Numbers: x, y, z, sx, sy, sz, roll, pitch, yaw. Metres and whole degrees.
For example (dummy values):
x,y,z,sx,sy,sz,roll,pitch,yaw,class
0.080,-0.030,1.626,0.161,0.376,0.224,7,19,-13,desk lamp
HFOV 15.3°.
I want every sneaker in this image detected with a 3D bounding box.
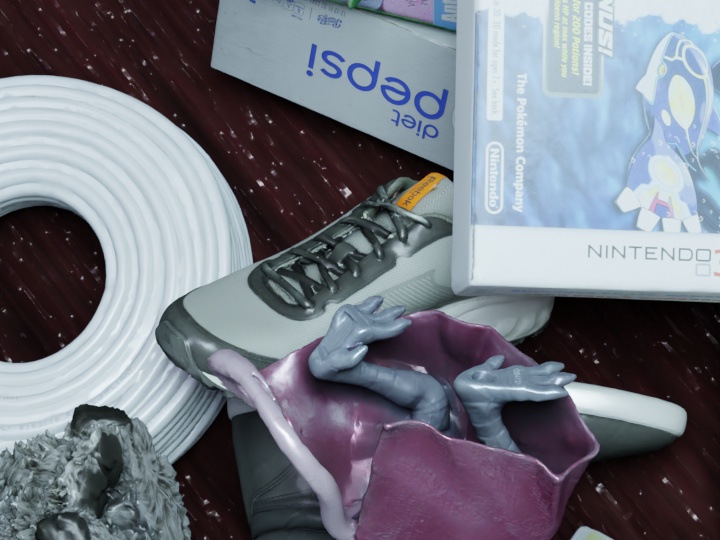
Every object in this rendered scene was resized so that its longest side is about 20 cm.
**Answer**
x,y,z,sx,sy,sz,roll,pitch,yaw,class
0.041,0.099,1.150,0.199,0.071,0.100,-2,78,8,sneaker
0.000,0.000,1.133,0.199,0.080,0.074,-17,41,-32,sneaker

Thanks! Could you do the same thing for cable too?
x,y,z,sx,sy,sz,roll,pitch,yaw,class
-0.148,0.007,1.192,0.199,0.069,0.201,22,77,12,cable

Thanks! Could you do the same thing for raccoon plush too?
x,y,z,sx,sy,sz,roll,pitch,yaw,class
-0.136,0.146,1.114,0.133,0.097,0.201,-16,110,22,raccoon plush

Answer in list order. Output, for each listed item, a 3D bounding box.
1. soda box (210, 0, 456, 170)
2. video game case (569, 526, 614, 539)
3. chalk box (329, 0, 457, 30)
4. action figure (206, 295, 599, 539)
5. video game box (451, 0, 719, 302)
x,y,z,sx,sy,sz,roll,pitch,yaw,class
0.036,-0.095,1.195,0.199,0.069,0.064,23,44,12,soda box
0.091,0.214,1.052,0.200,0.022,0.182,-53,39,-10,video game case
0.029,-0.187,1.151,0.123,0.125,0.201,13,41,0,chalk box
0.027,0.117,1.040,0.148,0.201,0.134,-14,40,-24,action figure
0.129,-0.087,1.049,0.181,0.047,0.201,2,85,-9,video game box
